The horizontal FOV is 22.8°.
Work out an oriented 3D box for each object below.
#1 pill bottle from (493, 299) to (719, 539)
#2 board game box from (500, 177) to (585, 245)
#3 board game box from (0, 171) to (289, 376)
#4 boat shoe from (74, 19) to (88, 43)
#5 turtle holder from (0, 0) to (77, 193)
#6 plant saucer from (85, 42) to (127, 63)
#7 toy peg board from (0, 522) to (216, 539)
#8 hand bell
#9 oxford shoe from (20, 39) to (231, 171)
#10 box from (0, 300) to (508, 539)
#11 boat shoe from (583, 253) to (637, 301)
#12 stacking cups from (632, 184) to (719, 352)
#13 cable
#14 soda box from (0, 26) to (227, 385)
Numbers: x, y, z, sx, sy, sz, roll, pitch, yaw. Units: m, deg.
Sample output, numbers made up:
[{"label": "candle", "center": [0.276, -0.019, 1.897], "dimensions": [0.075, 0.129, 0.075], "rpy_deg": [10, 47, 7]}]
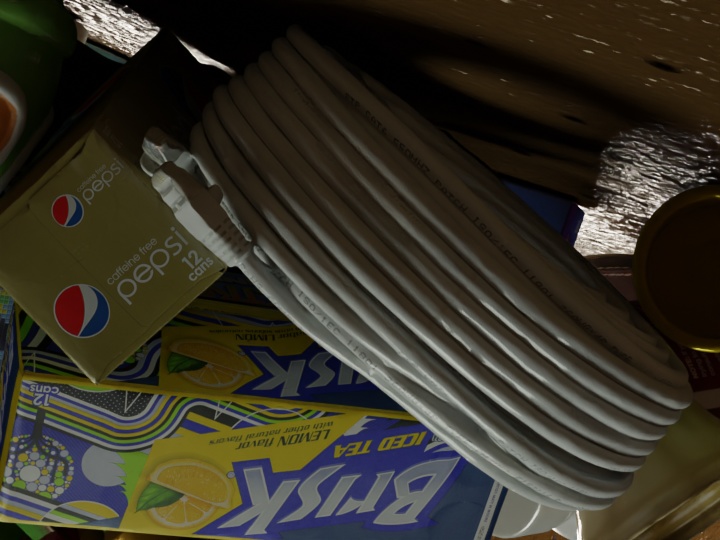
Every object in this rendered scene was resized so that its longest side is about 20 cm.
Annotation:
[{"label": "pill bottle", "center": [0.142, 0.069, 0.861], "dimensions": [0.199, 0.114, 0.113], "rpy_deg": [-6, -167, -32]}, {"label": "board game box", "center": [0.000, 0.000, 0.930], "dimensions": [0.199, 0.135, 0.045], "rpy_deg": [19, 180, 16]}, {"label": "board game box", "center": [-0.132, 0.003, 0.781], "dimensions": [0.199, 0.057, 0.165], "rpy_deg": [9, -163, -19]}, {"label": "boat shoe", "center": [-0.198, -0.112, 0.811], "dimensions": [0.072, 0.061, 0.201], "rpy_deg": [17, 178, 28]}, {"label": "turtle holder", "center": [-0.192, -0.076, 0.638], "dimensions": [0.185, 0.132, 0.141], "rpy_deg": [18, 179, 30]}, {"label": "plant saucer", "center": [-0.210, -0.130, 1.029], "dimensions": [0.199, 0.028, 0.200], "rpy_deg": [19, 179, 0]}, {"label": "toy peg board", "center": [-0.093, 0.108, 0.818], "dimensions": [0.098, 0.199, 0.200], "rpy_deg": [47, -160, -16]}, {"label": "hand bell", "center": [0.081, 0.022, 0.748], "dimensions": [0.201, 0.104, 0.104], "rpy_deg": [58, -167, 19]}, {"label": "oxford shoe", "center": [-0.143, -0.068, 0.812], "dimensions": [0.071, 0.072, 0.199], "rpy_deg": [-15, 163, 40]}, {"label": "box", "center": [-0.040, 0.062, 0.698], "dimensions": [0.199, 0.070, 0.064], "rpy_deg": [7, -152, -18]}, {"label": "boat shoe", "center": [0.194, 0.035, 1.016], "dimensions": [0.199, 0.072, 0.059], "rpy_deg": [16, 174, -23]}, {"label": "stacking cups", "center": [0.141, 0.007, 0.730], "dimensions": [0.060, 0.061, 0.200], "rpy_deg": [19, 179, 10]}, {"label": "cable", "center": [0.028, -0.002, 0.628], "dimensions": [0.200, 0.069, 0.200], "rpy_deg": [41, -171, 2]}, {"label": "soda box", "center": [-0.086, -0.033, 0.682], "dimensions": [0.068, 0.064, 0.200], "rpy_deg": [47, -168, -12]}]
